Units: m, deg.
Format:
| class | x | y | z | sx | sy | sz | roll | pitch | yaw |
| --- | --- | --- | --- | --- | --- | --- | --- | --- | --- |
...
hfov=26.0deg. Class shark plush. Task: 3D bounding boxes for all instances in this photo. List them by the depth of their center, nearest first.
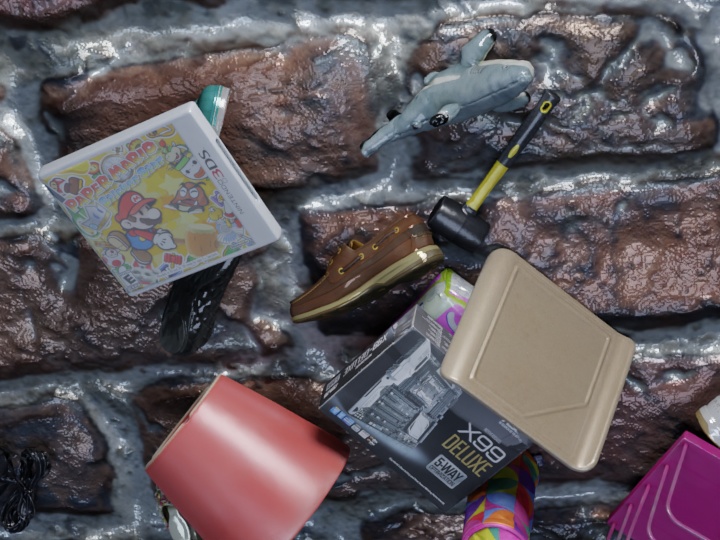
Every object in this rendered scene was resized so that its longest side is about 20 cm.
| class | x | y | z | sx | sy | sz | roll | pitch | yaw |
| --- | --- | --- | --- | --- | --- | --- | --- | --- | --- |
| shark plush | 0.084 | -0.177 | 1.600 | 0.198 | 0.084 | 0.091 | -14 | 117 | 13 |

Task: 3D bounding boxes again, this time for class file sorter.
| class | x | y | z | sx | sy | sz | roll | pitch | yaw |
| --- | --- | --- | --- | --- | --- | --- | --- | --- | --- |
| file sorter | 0.369 | 0.311 | 1.773 | 0.138 | 0.126 | 0.201 | 30 | 138 | 1 |

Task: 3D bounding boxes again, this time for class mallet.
| class | x | y | z | sx | sy | sz | roll | pitch | yaw |
| --- | --- | --- | --- | --- | --- | --- | --- | --- | --- |
| mallet | 0.156 | -0.102 | 1.663 | 0.066 | 0.041 | 0.200 | 39 | 112 | -11 |

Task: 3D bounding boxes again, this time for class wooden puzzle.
| class | x | y | z | sx | sy | sz | roll | pitch | yaw |
| --- | --- | --- | --- | --- | --- | --- | --- | --- | --- |
| wooden puzzle | 0.193 | 0.098 | 1.696 | 0.199 | 0.186 | 0.037 | 34 | 145 | -10 |

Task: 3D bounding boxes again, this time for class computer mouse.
| class | x | y | z | sx | sy | sz | roll | pitch | yaw |
| --- | --- | --- | --- | --- | --- | --- | --- | --- | --- |
| computer mouse | -0.489 | 0.243 | 1.922 | 0.198 | 0.053 | 0.139 | 16 | 121 | -15 |

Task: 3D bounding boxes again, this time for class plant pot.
| class | x | y | z | sx | sy | sz | roll | pitch | yaw |
| --- | --- | --- | --- | --- | --- | --- | --- | --- | --- |
| plant pot | -0.139 | 0.229 | 1.800 | 0.177 | 0.201 | 0.201 | 39 | 116 | -4 |

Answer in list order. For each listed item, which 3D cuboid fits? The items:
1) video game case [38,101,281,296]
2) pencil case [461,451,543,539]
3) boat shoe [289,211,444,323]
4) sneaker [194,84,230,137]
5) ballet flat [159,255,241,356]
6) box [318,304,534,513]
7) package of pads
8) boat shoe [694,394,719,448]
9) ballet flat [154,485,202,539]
| class | x | y | z | sx | sy | sz | roll | pitch | yaw |
| --- | --- | --- | --- | --- | --- | --- | --- | --- | --- |
| video game case | -0.213 | -0.071 | 1.657 | 0.199 | 0.023 | 0.183 | -20 | 123 | 23 |
| pencil case | 0.163 | 0.275 | 1.783 | 0.087 | 0.200 | 0.089 | 4 | 113 | 10 |
| boat shoe | 0.000 | 0.000 | 1.725 | 0.199 | 0.072 | 0.068 | -28 | 79 | 28 |
| sneaker | -0.205 | -0.122 | 1.671 | 0.079 | 0.072 | 0.201 | 24 | 120 | -12 |
| ballet flat | -0.175 | 0.008 | 1.762 | 0.066 | 0.057 | 0.201 | 35 | 115 | 18 |
| box | 0.079 | 0.156 | 1.729 | 0.200 | 0.050 | 0.158 | 41 | 118 | -15 |
| package of pads | 0.126 | 0.108 | 1.764 | 0.199 | 0.068 | 0.155 | 36 | 118 | -14 |
| boat shoe | 0.470 | 0.208 | 1.777 | 0.200 | 0.071 | 0.069 | 40 | 106 | -22 |
| ballet flat | -0.206 | 0.340 | 1.932 | 0.075 | 0.064 | 0.201 | -19 | 116 | 15 |
